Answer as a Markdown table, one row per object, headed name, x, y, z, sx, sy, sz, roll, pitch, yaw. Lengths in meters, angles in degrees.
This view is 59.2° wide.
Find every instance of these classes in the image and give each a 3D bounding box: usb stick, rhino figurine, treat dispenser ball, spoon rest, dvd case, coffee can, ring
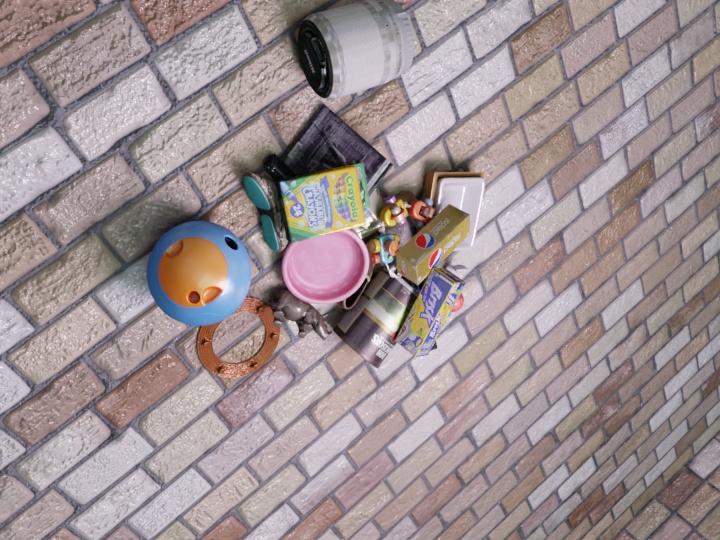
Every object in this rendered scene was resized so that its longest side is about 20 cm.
| name | x | y | z | sx | sy | sz | roll | pitch | yaw |
| --- | --- | --- | --- | --- | --- | --- | --- | --- | --- |
| usb stick | -0.134 | -0.171 | 1.360 | 0.032 | 0.056 | 0.200 | -29 | 130 | 21 |
| rhino figurine | -0.133 | 0.106 | 1.466 | 0.059 | 0.088 | 0.199 | -34 | 134 | 28 |
| treat dispenser ball | -0.313 | 0.006 | 1.234 | 0.198 | 0.201 | 0.204 | -13 | 117 | -26 |
| spoon rest | 0.232 | 0.065 | 1.696 | 0.098 | 0.061 | 0.202 | -4 | 126 | -29 |
| dvd case | -0.048 | -0.233 | 1.360 | 0.199 | 0.016 | 0.149 | 38 | 89 | -13 |
| coffee can | 0.048 | 0.112 | 1.538 | 0.201 | 0.146 | 0.146 | -51 | 127 | -2 |
| ring | -0.273 | 0.156 | 1.440 | 0.198 | 0.019 | 0.203 | -14 | 118 | -27 |

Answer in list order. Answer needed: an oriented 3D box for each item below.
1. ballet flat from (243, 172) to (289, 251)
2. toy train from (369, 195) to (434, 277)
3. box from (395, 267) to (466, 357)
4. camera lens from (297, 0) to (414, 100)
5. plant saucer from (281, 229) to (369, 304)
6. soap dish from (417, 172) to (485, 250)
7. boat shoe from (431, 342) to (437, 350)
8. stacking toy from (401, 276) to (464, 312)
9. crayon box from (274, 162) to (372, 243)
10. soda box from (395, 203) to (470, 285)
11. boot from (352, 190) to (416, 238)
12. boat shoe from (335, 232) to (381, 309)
| name | x | y | z | sx | sy | sz | roll | pitch | yaw |
| --- | --- | --- | --- | --- | --- | --- | --- | --- | --- |
| ballet flat | -0.189 | -0.136 | 1.342 | 0.075 | 0.067 | 0.202 | -45 | 136 | -33 |
| toy train | 0.103 | -0.087 | 1.439 | 0.149 | 0.055 | 0.202 | 30 | 81 | -34 |
| box | 0.161 | 0.096 | 1.462 | 0.064 | 0.070 | 0.202 | 0 | 120 | -55 |
| camera lens | -0.014 | -0.436 | 1.248 | 0.198 | 0.160 | 0.162 | -23 | 121 | -21 |
| plant saucer | -0.081 | -0.020 | 1.427 | 0.197 | 0.051 | 0.203 | -6 | 121 | -10 |
| soap dish | 0.220 | -0.148 | 1.569 | 0.155 | 0.081 | 0.203 | -5 | 113 | -30 |
| boat shoe | 0.172 | 0.135 | 1.663 | 0.061 | 0.075 | 0.202 | -6 | 124 | 3 |
| stacking toy | 0.180 | 0.041 | 1.550 | 0.084 | 0.200 | 0.086 | -18 | 127 | -26 |
| crayon box | -0.067 | -0.144 | 1.320 | 0.197 | 0.052 | 0.128 | -15 | 105 | -17 |
| soda box | 0.168 | -0.062 | 1.449 | 0.200 | 0.064 | 0.068 | -43 | 146 | -26 |
| boot | 0.034 | -0.176 | 1.451 | 0.198 | 0.072 | 0.156 | -28 | 121 | -18 |
| boat shoe | 0.005 | 0.002 | 1.506 | 0.074 | 0.075 | 0.204 | 23 | 98 | -36 |
